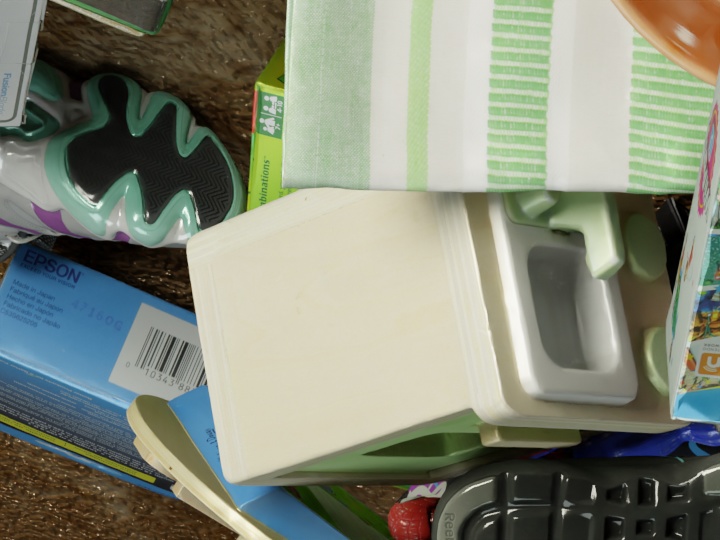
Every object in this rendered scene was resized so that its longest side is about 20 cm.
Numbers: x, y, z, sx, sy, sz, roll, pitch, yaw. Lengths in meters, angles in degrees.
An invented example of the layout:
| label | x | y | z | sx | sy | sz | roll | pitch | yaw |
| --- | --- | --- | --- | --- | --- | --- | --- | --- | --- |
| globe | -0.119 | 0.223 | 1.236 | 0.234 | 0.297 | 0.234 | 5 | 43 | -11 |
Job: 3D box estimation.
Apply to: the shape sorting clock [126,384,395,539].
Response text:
| label | x | y | z | sx | sy | sz | roll | pitch | yaw |
| --- | --- | --- | --- | --- | --- | --- | --- | --- | --- |
| shape sorting clock | -0.020 | 0.118 | 1.178 | 0.200 | 0.039 | 0.200 | 40 | -178 | -2 |

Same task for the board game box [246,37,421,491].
| label | x | y | z | sx | sy | sz | roll | pitch | yaw |
| --- | --- | --- | --- | --- | --- | --- | --- | --- | --- |
| board game box | 0.000 | 0.000 | 1.223 | 0.101 | 0.048 | 0.201 | 15 | 127 | 11 |

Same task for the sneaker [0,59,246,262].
| label | x | y | z | sx | sy | sz | roll | pitch | yaw |
| --- | --- | --- | --- | --- | --- | --- | --- | --- | --- |
| sneaker | -0.145 | -0.039 | 1.308 | 0.199 | 0.078 | 0.140 | 23 | 154 | 11 |

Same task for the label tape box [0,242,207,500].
| label | x | y | z | sx | sy | sz | roll | pitch | yaw |
| --- | --- | --- | --- | --- | --- | --- | --- | --- | --- |
| label tape box | -0.135 | 0.061 | 1.461 | 0.143 | 0.066 | 0.200 | 23 | 165 | -4 |

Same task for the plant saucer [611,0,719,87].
| label | x | y | z | sx | sy | sz | roll | pitch | yaw |
| --- | --- | --- | --- | --- | --- | --- | --- | --- | --- |
| plant saucer | 0.166 | -0.145 | 0.893 | 0.199 | 0.032 | 0.201 | 1 | 123 | 1 |

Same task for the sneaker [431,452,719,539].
| label | x | y | z | sx | sy | sz | roll | pitch | yaw |
| --- | --- | --- | --- | --- | --- | --- | --- | --- | --- |
| sneaker | 0.130 | 0.101 | 1.095 | 0.199 | 0.076 | 0.079 | 6 | -175 | 6 |

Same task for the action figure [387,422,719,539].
| label | x | y | z | sx | sy | sz | roll | pitch | yaw |
| --- | --- | --- | --- | --- | --- | --- | --- | --- | --- |
| action figure | 0.108 | 0.088 | 1.184 | 0.199 | 0.052 | 0.066 | -15 | 123 | -10 |

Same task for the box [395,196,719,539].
| label | x | y | z | sx | sy | sz | roll | pitch | yaw |
| --- | --- | --- | --- | --- | --- | --- | --- | --- | --- |
| box | 0.132 | 0.075 | 1.233 | 0.143 | 0.036 | 0.200 | 28 | 114 | -27 |

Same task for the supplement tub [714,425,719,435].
| label | x | y | z | sx | sy | sz | roll | pitch | yaw |
| --- | --- | --- | --- | --- | --- | --- | --- | --- | --- |
| supplement tub | 0.241 | 0.012 | 1.071 | 0.200 | 0.141 | 0.140 | -12 | 137 | 44 |

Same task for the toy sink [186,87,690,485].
| label | x | y | z | sx | sy | sz | roll | pitch | yaw |
| --- | --- | --- | --- | --- | --- | --- | --- | --- | --- |
| toy sink | 0.052 | 0.017 | 1.066 | 0.200 | 0.112 | 0.130 | -21 | 164 | 37 |

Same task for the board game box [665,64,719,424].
| label | x | y | z | sx | sy | sz | roll | pitch | yaw |
| --- | --- | --- | --- | --- | --- | --- | --- | --- | --- |
| board game box | 0.190 | -0.039 | 0.903 | 0.147 | 0.064 | 0.201 | 7 | 123 | 0 |

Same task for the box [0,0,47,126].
| label | x | y | z | sx | sy | sz | roll | pitch | yaw |
| --- | --- | --- | --- | --- | --- | --- | --- | --- | --- |
| box | -0.235 | -0.116 | 1.137 | 0.199 | 0.060 | 0.117 | -2 | 144 | -16 |

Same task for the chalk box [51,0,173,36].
| label | x | y | z | sx | sy | sz | roll | pitch | yaw |
| --- | --- | --- | --- | --- | --- | --- | --- | --- | --- |
| chalk box | -0.100 | -0.180 | 0.987 | 0.124 | 0.124 | 0.200 | 23 | 152 | -6 |

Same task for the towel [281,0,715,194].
| label | x | y | z | sx | sy | sz | roll | pitch | yaw |
| --- | --- | --- | --- | --- | --- | --- | --- | --- | --- |
| towel | 0.074 | -0.102 | 0.951 | 0.199 | 0.153 | 0.023 | 1 | -170 | -4 |
